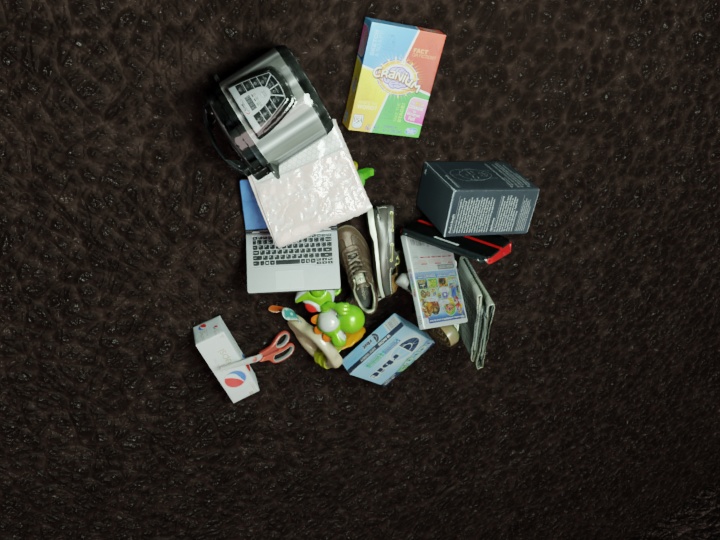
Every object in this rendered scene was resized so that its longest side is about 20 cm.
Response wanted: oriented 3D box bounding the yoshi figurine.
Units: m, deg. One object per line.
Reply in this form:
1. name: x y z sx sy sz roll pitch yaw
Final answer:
1. yoshi figurine: -0.056 0.062 1.390 0.112 0.112 0.200 -37 108 -45

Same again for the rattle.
1. rattle: -0.091 0.114 1.472 0.143 0.130 0.200 -40 101 -6

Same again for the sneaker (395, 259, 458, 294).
1. sneaker: 0.156 0.005 1.462 0.130 0.079 0.199 -55 151 0

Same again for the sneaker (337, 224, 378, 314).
1. sneaker: 0.000 0.000 1.399 0.070 0.076 0.200 -21 110 -3

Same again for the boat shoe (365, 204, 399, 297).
1. boat shoe: 0.054 -0.040 1.394 0.060 0.072 0.202 -10 107 -4

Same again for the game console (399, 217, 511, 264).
1. game console: 0.202 -0.064 1.361 0.177 0.200 0.031 -28 133 -57

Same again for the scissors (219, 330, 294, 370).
1. scissors: -0.225 0.199 1.453 0.200 0.014 0.073 -30 130 -39

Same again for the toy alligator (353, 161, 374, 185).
1. toy alligator: -0.062 -0.175 1.297 0.199 0.054 0.059 -10 124 -15

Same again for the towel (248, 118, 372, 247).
1. towel: -0.102 -0.164 1.237 0.200 0.032 0.191 -22 105 1

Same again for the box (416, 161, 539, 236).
1. box: 0.242 -0.153 1.372 0.199 0.149 0.107 -3 122 -19

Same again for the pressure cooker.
1. pressure cooker: -0.166 -0.262 1.124 0.200 0.176 0.179 -31 129 2

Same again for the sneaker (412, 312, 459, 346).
1. sneaker: 0.196 0.111 1.510 0.090 0.200 0.067 -30 105 -11

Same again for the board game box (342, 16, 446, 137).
1. board game box: 0.061 -0.358 1.233 0.153 0.040 0.200 1 122 -22

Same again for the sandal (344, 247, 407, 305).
1. sandal: 0.045 0.034 1.478 0.200 0.055 0.082 -42 127 9

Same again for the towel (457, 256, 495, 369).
1. towel: 0.250 0.096 1.509 0.034 0.200 0.193 -4 124 -11

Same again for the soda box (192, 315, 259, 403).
1. soda box: -0.295 0.199 1.449 0.068 0.064 0.200 -25 128 -4

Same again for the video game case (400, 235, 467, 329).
1. video game case: 0.158 0.019 1.394 0.143 0.201 0.018 -4 169 -43

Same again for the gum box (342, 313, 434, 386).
1. gum box: 0.069 0.193 1.557 0.170 0.045 0.200 -43 148 9

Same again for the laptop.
1. laptop: -0.135 -0.067 1.278 0.187 0.201 0.116 -3 165 -4
